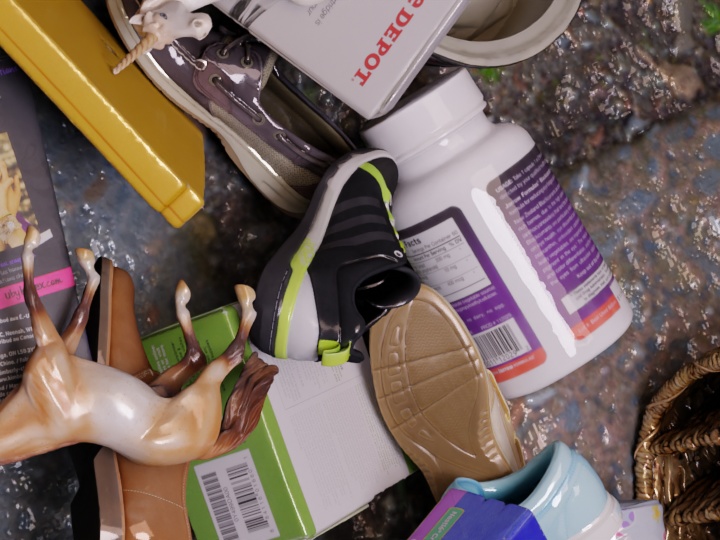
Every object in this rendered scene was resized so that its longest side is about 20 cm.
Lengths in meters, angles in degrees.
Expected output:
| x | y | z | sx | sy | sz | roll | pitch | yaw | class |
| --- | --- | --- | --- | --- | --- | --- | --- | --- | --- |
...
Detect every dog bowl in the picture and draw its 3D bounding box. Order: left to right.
| x | y | z | sx | sy | sz | roll | pitch | yaw | class |
| --- | --- | --- | --- | --- | --- | --- | --- | --- | --- |
| 0.055 | -0.226 | 1.618 | 0.200 | 0.074 | 0.201 | 6 | 79 | -29 | dog bowl |

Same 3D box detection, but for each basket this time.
| x | y | z | sx | sy | sz | roll | pitch | yaw | class |
| --- | --- | --- | --- | --- | --- | --- | --- | --- | --- |
| 0.261 | 0.122 | 1.592 | 0.149 | 0.200 | 0.143 | -32 | 98 | -30 | basket |

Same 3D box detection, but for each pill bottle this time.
| x | y | z | sx | sy | sz | roll | pitch | yaw | class |
| --- | --- | --- | --- | --- | --- | --- | --- | --- | --- |
| 0.084 | -0.026 | 1.573 | 0.111 | 0.111 | 0.200 | -35 | 99 | -30 | pill bottle |

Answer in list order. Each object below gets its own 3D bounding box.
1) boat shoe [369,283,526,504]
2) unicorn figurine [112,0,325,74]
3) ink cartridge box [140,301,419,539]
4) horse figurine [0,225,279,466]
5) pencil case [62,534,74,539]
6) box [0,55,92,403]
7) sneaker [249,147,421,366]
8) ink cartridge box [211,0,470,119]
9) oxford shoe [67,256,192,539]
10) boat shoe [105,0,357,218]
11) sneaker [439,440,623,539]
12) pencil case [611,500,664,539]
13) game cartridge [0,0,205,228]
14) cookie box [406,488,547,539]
| x | y | z | sx | sy | sz | roll | pitch | yaw | class |
| --- | --- | --- | --- | --- | --- | --- | --- | --- | --- |
| 0.057 | 0.092 | 1.549 | 0.074 | 0.069 | 0.200 | -18 | 110 | 7 | boat shoe |
| -0.066 | -0.204 | 1.430 | 0.137 | 0.074 | 0.201 | 1 | 79 | 9 | unicorn figurine |
| -0.044 | 0.086 | 1.509 | 0.200 | 0.076 | 0.148 | -20 | 90 | -64 | ink cartridge box |
| -0.131 | 0.059 | 1.331 | 0.200 | 0.050 | 0.133 | 16 | 73 | -24 | horse figurine |
| -0.136 | 0.248 | 1.409 | 0.200 | 0.091 | 0.083 | 58 | 33 | -9 | pencil case |
| -0.238 | -0.010 | 1.382 | 0.106 | 0.122 | 0.201 | -10 | 85 | -28 | box |
| 0.000 | 0.000 | 1.455 | 0.083 | 0.072 | 0.200 | 15 | 39 | 13 | sneaker |
| -0.024 | -0.209 | 1.495 | 0.200 | 0.084 | 0.146 | 37 | 99 | 3 | ink cartridge box |
| -0.132 | 0.085 | 1.395 | 0.071 | 0.071 | 0.201 | 3 | 61 | -21 | oxford shoe |
| -0.077 | -0.120 | 1.515 | 0.200 | 0.065 | 0.072 | 48 | 28 | -17 | boat shoe |
| 0.061 | 0.172 | 1.508 | 0.200 | 0.074 | 0.082 | -32 | 107 | 1 | sneaker |
| 0.173 | 0.249 | 1.575 | 0.083 | 0.091 | 0.201 | -10 | 85 | 4 | pencil case |
| -0.159 | -0.114 | 1.414 | 0.032 | 0.200 | 0.176 | -41 | 104 | 8 | game cartridge |
| 0.068 | 0.261 | 1.420 | 0.171 | 0.075 | 0.200 | -46 | 125 | -29 | cookie box |
